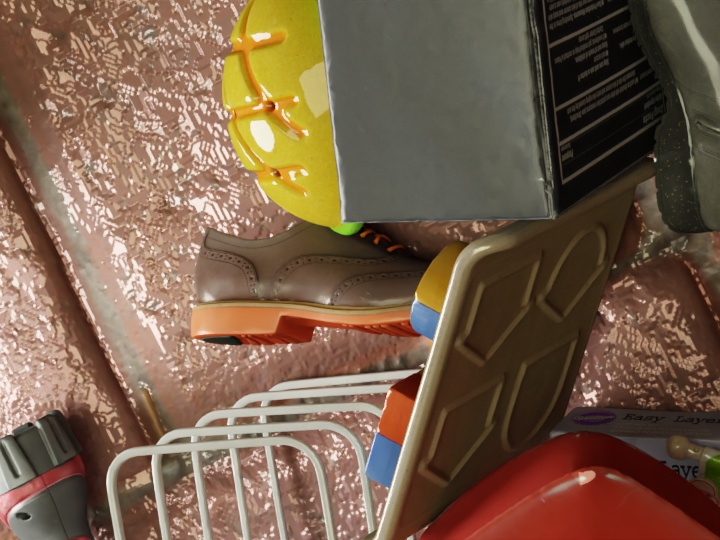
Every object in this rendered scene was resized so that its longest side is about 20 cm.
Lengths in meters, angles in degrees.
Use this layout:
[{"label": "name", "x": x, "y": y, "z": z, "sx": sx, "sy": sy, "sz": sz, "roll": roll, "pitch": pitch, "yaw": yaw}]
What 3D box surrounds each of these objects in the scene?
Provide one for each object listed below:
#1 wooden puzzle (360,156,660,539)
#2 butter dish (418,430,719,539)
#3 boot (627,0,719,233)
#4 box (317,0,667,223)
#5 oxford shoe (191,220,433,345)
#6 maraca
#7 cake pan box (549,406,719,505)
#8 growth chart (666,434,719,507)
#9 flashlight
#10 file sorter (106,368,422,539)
[{"label": "wooden puzzle", "x": 0.068, "y": 0.038, "z": 1.481, "sx": 0.046, "sy": 0.185, "sz": 0.200, "roll": 32, "pitch": 119, "yaw": 22}, {"label": "butter dish", "x": 0.114, "y": 0.154, "z": 1.464, "sx": 0.200, "sy": 0.148, "sz": 0.199, "roll": 35, "pitch": 123, "yaw": -27}, {"label": "boot", "x": 0.212, "y": -0.108, "z": 1.450, "sx": 0.131, "sy": 0.070, "sz": 0.201, "roll": 4, "pitch": 117, "yaw": 36}, {"label": "box", "x": 0.066, "y": -0.140, "z": 1.442, "sx": 0.123, "sy": 0.200, "sz": 0.199, "roll": -2, "pitch": 102, "yaw": 24}, {"label": "oxford shoe", "x": 0.000, "y": 0.000, "z": 1.584, "sx": 0.199, "sy": 0.071, "sz": 0.073, "roll": -3, "pitch": 81, "yaw": 14}, {"label": "maraca", "x": -0.021, "y": -0.113, "z": 1.525, "sx": 0.137, "sy": 0.107, "sz": 0.201, "roll": -127, "pitch": 27, "yaw": -52}, {"label": "cake pan box", "x": 0.198, "y": 0.170, "z": 1.549, "sx": 0.199, "sy": 0.052, "sz": 0.185, "roll": 3, "pitch": 102, "yaw": 24}, {"label": "growth chart", "x": 0.218, "y": 0.195, "z": 1.509, "sx": 0.144, "sy": 0.018, "sz": 0.201, "roll": 13, "pitch": 109, "yaw": 20}, {"label": "flashlight", "x": -0.163, "y": 0.184, "z": 1.703, "sx": 0.068, "sy": 0.068, "sz": 0.200, "roll": -27, "pitch": 90, "yaw": 32}, {"label": "file sorter", "x": -0.031, "y": 0.134, "z": 1.560, "sx": 0.138, "sy": 0.200, "sz": 0.125, "roll": -6, "pitch": 97, "yaw": 25}]
